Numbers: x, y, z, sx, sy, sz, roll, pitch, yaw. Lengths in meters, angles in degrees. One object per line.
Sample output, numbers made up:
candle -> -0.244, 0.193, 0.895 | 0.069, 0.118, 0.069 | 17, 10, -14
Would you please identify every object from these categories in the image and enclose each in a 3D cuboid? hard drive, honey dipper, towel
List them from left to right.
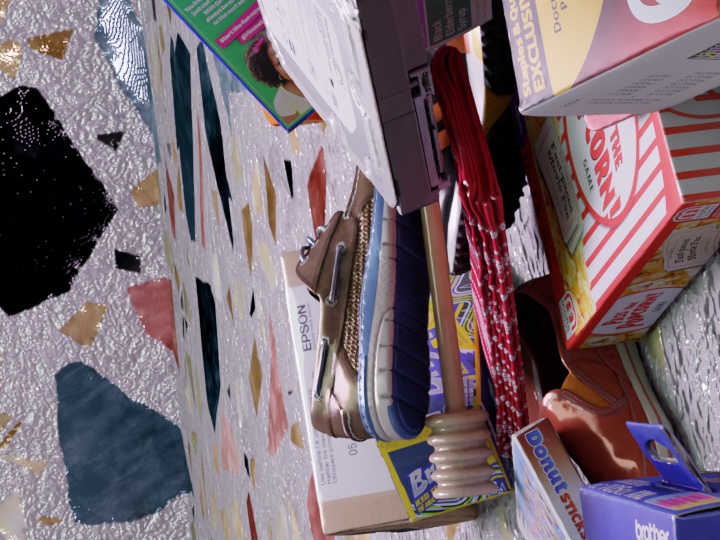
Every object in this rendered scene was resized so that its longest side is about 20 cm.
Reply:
hard drive -> -0.015, -0.137, 1.061 | 0.200, 0.038, 0.140 | -126, 17, -48
honey dipper -> 0.047, 0.027, 1.104 | 0.038, 0.038, 0.202 | 161, 102, -77
towel -> 0.067, -0.009, 1.099 | 0.145, 0.022, 0.201 | -99, -1, -50

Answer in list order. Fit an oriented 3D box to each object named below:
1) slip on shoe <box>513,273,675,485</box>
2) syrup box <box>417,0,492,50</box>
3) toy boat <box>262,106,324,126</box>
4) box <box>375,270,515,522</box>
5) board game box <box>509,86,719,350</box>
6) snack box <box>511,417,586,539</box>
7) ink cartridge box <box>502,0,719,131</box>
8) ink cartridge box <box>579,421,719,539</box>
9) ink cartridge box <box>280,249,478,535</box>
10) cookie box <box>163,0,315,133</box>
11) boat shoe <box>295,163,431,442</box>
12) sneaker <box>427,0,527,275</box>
slip on shoe -> 0.128, 0.083, 1.061 | 0.074, 0.061, 0.201 | 101, 158, -52
syrup box -> 0.000, -0.223, 1.131 | 0.201, 0.081, 0.079 | 61, 170, 30
toy boat -> -0.006, -0.122, 1.393 | 0.131, 0.130, 0.201 | 103, 157, -57
box -> 0.053, 0.071, 1.225 | 0.200, 0.070, 0.065 | -86, -25, -64
board game box -> 0.134, -0.066, 0.988 | 0.200, 0.046, 0.153 | 114, 147, -66
snack box -> 0.112, 0.146, 1.104 | 0.200, 0.024, 0.072 | 76, 168, -68
ink cartridge box -> 0.108, -0.174, 0.843 | 0.175, 0.083, 0.202 | -23, 73, 55
ink cartridge box -> 0.164, 0.170, 0.921 | 0.136, 0.076, 0.202 | 171, 94, -77
ink cartridge box -> 0.016, 0.084, 1.386 | 0.165, 0.075, 0.202 | 20, -120, -69
cookie box -> -0.096, -0.212, 1.302 | 0.200, 0.075, 0.171 | 45, -168, -28
boat shoe -> 0.000, 0.000, 1.135 | 0.072, 0.072, 0.201 | 41, -132, -56
sneaker -> 0.053, -0.100, 1.204 | 0.090, 0.070, 0.202 | 20, 117, 34
